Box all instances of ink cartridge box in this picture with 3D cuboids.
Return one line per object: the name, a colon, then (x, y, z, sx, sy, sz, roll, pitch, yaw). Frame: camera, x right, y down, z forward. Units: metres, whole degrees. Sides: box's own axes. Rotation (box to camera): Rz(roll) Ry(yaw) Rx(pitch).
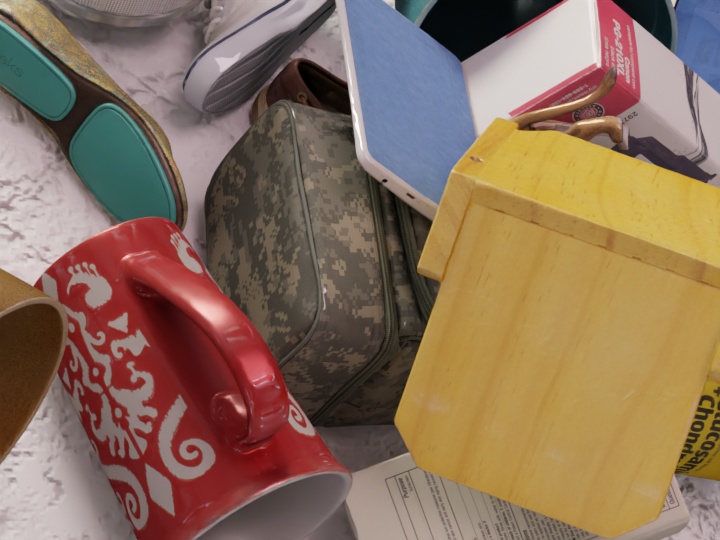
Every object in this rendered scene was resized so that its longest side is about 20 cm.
ink cartridge box: (0.170, -0.088, 1.828, 0.200, 0.145, 0.085, 35, 39, -36)

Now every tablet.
tablet: (0.033, -0.106, 1.710, 0.130, 0.014, 0.200, 34, 31, -33)

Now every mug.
mug: (-0.097, 0.065, 1.568, 0.133, 0.178, 0.200, -3, 55, -51)

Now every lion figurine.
lion figurine: (0.122, -0.051, 1.763, 0.122, 0.201, 0.073, 1, 32, 10)

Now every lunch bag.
lunch bag: (0.000, 0.000, 1.700, 0.167, 0.139, 0.201, 13, 51, -31)

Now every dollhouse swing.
dollhouse swing: (0.136, 0.036, 1.598, 0.199, 0.176, 0.182, 19, 22, 9)

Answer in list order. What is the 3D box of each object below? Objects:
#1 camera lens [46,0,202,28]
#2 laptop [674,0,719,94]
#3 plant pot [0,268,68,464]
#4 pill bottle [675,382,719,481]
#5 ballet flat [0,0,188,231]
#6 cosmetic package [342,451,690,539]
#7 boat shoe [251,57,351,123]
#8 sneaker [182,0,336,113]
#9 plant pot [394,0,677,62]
camera lens: (-0.149, -0.273, 1.743, 0.159, 0.200, 0.160, 11, 55, -16)
laptop: (0.324, -0.119, 2.016, 0.187, 0.116, 0.201, 7, 55, -29)
plant pot: (-0.299, 0.033, 1.462, 0.200, 0.187, 0.186, 38, 44, 14)
pill bottle: (0.233, 0.087, 1.807, 0.199, 0.112, 0.112, 11, 53, -27)
ballet flat: (-0.176, -0.105, 1.712, 0.200, 0.071, 0.071, 45, 45, 2)
cosmetic package: (0.094, 0.147, 1.621, 0.199, 0.071, 0.106, -18, 78, -3)
boat shoe: (0.021, -0.080, 1.814, 0.200, 0.072, 0.072, 37, 46, -6)
sneaker: (-0.082, -0.173, 1.825, 0.071, 0.073, 0.200, 36, 36, 6)
plant pot: (0.111, -0.213, 1.902, 0.199, 0.200, 0.188, 14, 37, -25)
